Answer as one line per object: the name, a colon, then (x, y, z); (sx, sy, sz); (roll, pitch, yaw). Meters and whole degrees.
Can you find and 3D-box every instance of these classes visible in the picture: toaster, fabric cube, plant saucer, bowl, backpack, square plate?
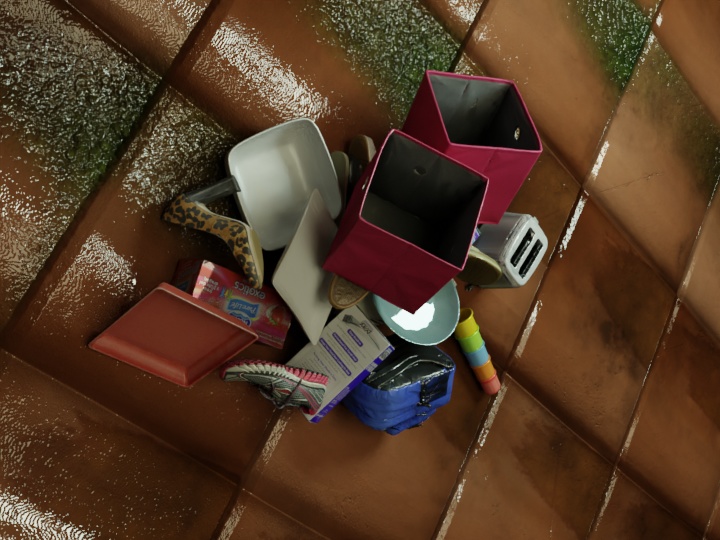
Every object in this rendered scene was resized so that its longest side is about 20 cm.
toaster: (0.312, -0.038, 1.822); (0.114, 0.128, 0.201); (49, 65, -26)
fabric cube: (0.198, -0.231, 1.613); (0.196, 0.201, 0.199); (2, 51, -19)
plant saucer: (-0.298, 0.100, 1.349); (0.199, 0.199, 0.037); (30, 39, -36)
bowl: (-0.143, -0.153, 1.505); (0.198, 0.074, 0.203); (-27, 106, -27)
fabric cube: (0.075, -0.080, 1.450); (0.198, 0.200, 0.198); (26, 60, -9)
backpack: (0.064, 0.228, 1.624); (0.198, 0.162, 0.171); (-13, 119, -37)
plant saucer: (0.097, 0.053, 1.604); (0.198, 0.039, 0.204); (14, 59, -24)
square plate: (-0.087, -0.005, 1.471); (0.200, 0.028, 0.201); (-68, 150, -29)

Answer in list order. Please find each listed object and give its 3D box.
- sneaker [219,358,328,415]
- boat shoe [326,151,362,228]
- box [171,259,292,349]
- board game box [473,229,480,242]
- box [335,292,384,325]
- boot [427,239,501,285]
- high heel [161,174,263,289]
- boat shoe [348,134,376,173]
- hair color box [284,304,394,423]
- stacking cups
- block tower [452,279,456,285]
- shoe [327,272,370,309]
sneaker: (-0.144, 0.194, 1.420); (0.197, 0.080, 0.076); (16, 83, -27)
boat shoe: (-0.040, -0.119, 1.590); (0.063, 0.073, 0.205); (9, 92, -51)
box: (-0.221, 0.058, 1.443); (0.198, 0.099, 0.097); (25, 77, -35)
board game box: (0.162, -0.111, 1.765); (0.135, 0.034, 0.201); (-46, 117, -27)
box: (0.049, 0.059, 1.658); (0.198, 0.082, 0.070); (-17, 101, -34)
boot: (0.190, -0.064, 1.674); (0.197, 0.072, 0.156); (22, 42, -21)
high heel: (-0.243, -0.043, 1.396); (0.140, 0.071, 0.203); (-21, 77, 4)
boat shoe: (0.023, -0.167, 1.643); (0.069, 0.070, 0.204); (-19, 110, -36)
hair color box: (-0.047, 0.167, 1.524); (0.200, 0.110, 0.065); (-43, 162, 1)
stacking cups: (0.253, 0.178, 1.834); (0.060, 0.060, 0.202); (-42, 118, -28)
block tower: (0.124, -0.023, 1.727); (0.054, 0.057, 0.201); (-47, 118, -25)
shoe: (0.000, 0.000, 1.532); (0.070, 0.053, 0.201); (38, 57, -3)
